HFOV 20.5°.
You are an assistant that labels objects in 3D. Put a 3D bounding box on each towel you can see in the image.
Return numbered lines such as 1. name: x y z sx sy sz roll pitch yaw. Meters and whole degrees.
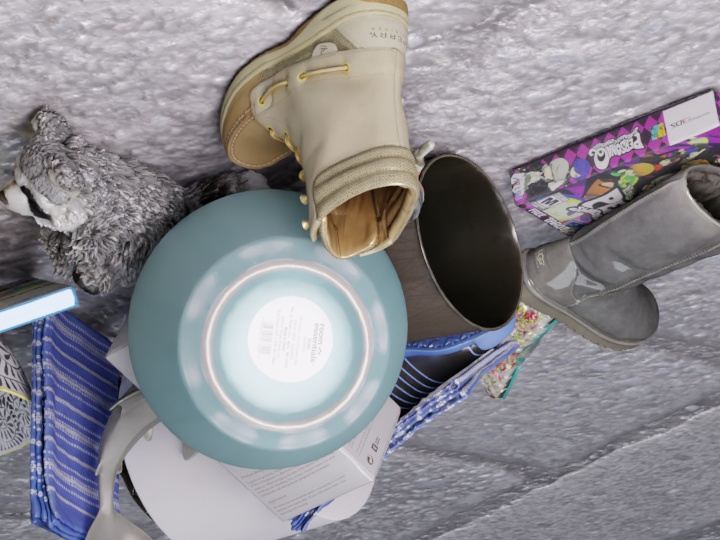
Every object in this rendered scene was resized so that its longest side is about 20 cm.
1. towel: 0.035 0.132 1.592 0.200 0.024 0.145 -39 176 25
2. towel: -0.234 0.134 1.666 0.024 0.201 0.145 -11 156 17

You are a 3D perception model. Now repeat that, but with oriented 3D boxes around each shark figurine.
1. shark figurine: -0.181 0.128 1.590 0.215 0.128 0.089 -51 163 14

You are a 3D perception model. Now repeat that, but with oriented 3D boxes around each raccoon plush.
1. raccoon plush: -0.164 -0.074 1.437 0.200 0.097 0.134 -30 149 -24

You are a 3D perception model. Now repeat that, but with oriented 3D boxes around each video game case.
1. video game case: 0.245 -0.064 1.567 0.181 0.036 0.200 -21 151 30
2. video game case: -0.301 0.038 1.524 0.143 0.018 0.200 -20 -172 -17

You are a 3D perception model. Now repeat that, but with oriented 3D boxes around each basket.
1. basket: 0.000 0.000 1.539 0.199 0.137 0.180 -14 170 28

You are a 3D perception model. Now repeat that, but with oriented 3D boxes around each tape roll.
1. tape roll: -0.094 0.134 1.718 0.139 0.203 0.203 -20 152 27

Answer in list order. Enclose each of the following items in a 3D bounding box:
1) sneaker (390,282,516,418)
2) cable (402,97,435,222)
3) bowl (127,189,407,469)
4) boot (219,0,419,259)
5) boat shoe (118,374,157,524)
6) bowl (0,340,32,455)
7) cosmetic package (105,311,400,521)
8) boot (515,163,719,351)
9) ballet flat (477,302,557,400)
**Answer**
1. sneaker: 0.038 0.075 1.609 0.199 0.070 0.078 -20 137 11
2. cable: -0.018 -0.046 1.449 0.200 0.097 0.050 -48 179 40
3. bowl: -0.057 0.047 1.361 0.200 0.202 0.105 -2 -174 -9
4. boot: -0.029 -0.075 1.333 0.073 0.156 0.200 12 150 -34
5. boat shoe: -0.194 0.160 1.806 0.076 0.200 0.074 -40 175 -2
6. bowl: -0.369 0.089 1.682 0.200 0.095 0.201 -6 156 -3
7. cosmetic package: -0.079 0.085 1.493 0.107 0.085 0.200 -27 116 37
8. boot: 0.240 -0.011 1.571 0.181 0.073 0.200 16 143 -42
9. ballet flat: 0.134 0.048 1.769 0.064 0.076 0.200 27 147 1
